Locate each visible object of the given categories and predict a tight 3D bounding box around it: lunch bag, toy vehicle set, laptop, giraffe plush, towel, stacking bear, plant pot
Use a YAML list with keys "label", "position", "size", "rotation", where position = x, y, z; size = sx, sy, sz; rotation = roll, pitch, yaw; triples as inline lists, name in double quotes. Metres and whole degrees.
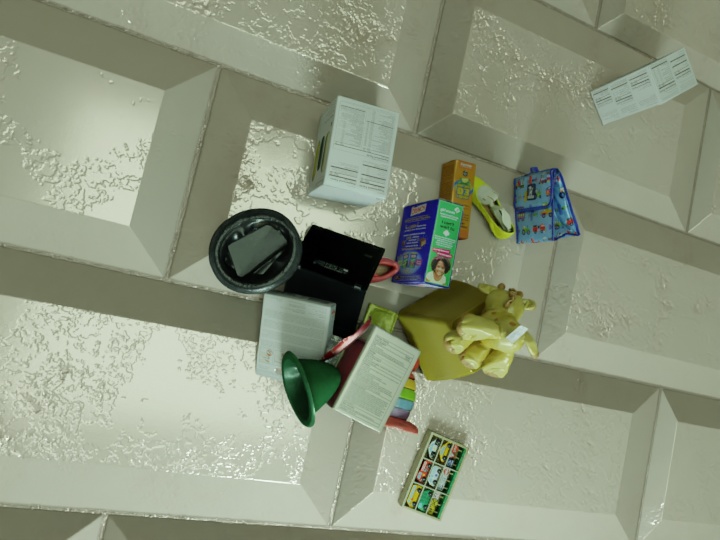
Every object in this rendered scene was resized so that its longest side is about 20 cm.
- label: "lunch bag"
  position: [0.485, -0.179, 1.344]
  size: [0.094, 0.151, 0.200]
  rotation: [-11, 93, -19]
- label: "toy vehicle set"
  position: [0.190, 0.528, 1.300]
  size: [0.124, 0.027, 0.200]
  rotation: [27, 81, -18]
- label: "laptop"
  position: [-0.067, 0.025, 1.173]
  size: [0.187, 0.116, 0.200]
  rotation: [20, 57, 9]
- label: "giraffe plush"
  position: [0.294, 0.109, 1.091]
  size: [0.173, 0.200, 0.162]
  rotation: [39, 45, -14]
- label: "towel"
  position: [0.027, 0.188, 1.249]
  size: [0.086, 0.018, 0.200]
  rotation: [23, 82, -19]
- label: "stacking bear"
  position: [0.090, 0.280, 1.229]
  size: [0.114, 0.121, 0.200]
  rotation: [23, 72, -26]
- label: "plant pot"
  position: [0.248, 0.151, 1.236]
  size: [0.200, 0.176, 0.200]
  rotation: [-28, 99, -23]

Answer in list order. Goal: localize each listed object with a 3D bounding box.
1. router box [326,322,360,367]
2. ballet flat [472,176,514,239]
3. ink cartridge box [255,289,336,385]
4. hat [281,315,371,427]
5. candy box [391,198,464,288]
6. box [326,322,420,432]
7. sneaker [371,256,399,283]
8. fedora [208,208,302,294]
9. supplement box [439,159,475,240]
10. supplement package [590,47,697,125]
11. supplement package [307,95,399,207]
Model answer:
- label: "router box"
  position: [-0.048, 0.214, 1.194]
  size: [0.157, 0.052, 0.200]
  rotation: [29, 80, -9]
- label: "ballet flat"
  position: [0.351, -0.172, 1.341]
  size: [0.067, 0.067, 0.200]
  rotation: [-37, 101, -16]
- label: "ink cartridge box"
  position: [-0.147, 0.155, 1.142]
  size: [0.162, 0.050, 0.200]
  rotation: [11, 104, 13]
- label: "hat"
  position: [-0.058, 0.226, 1.086]
  size: [0.176, 0.200, 0.166]
  rotation: [-15, 74, -26]
- label: "candy box"
  position: [0.158, -0.061, 1.218]
  size: [0.077, 0.169, 0.200]
  rotation: [11, 86, -23]
- label: "box"
  position: [0.021, 0.233, 1.124]
  size: [0.128, 0.109, 0.200]
  rotation: [31, 79, -15]
- label: "sneaker"
  position: [0.000, 0.000, 1.203]
  size: [0.200, 0.087, 0.074]
  rotation: [-11, 93, -17]
- label: "fedora"
  position: [-0.230, -0.041, 1.116]
  size: [0.200, 0.092, 0.201]
  rotation: [0, 89, -9]
- label: "supplement box"
  position: [0.246, -0.182, 1.305]
  size: [0.066, 0.069, 0.200]
  rotation: [7, 85, -22]
- label: "supplement package"
  position: [0.802, -0.519, 1.434]
  size: [0.156, 0.200, 0.111]
  rotation: [-29, 99, -18]
- label: "supplement package"
  position: [-0.020, -0.266, 1.165]
  size: [0.150, 0.152, 0.200]
  rotation: [10, 86, -19]
